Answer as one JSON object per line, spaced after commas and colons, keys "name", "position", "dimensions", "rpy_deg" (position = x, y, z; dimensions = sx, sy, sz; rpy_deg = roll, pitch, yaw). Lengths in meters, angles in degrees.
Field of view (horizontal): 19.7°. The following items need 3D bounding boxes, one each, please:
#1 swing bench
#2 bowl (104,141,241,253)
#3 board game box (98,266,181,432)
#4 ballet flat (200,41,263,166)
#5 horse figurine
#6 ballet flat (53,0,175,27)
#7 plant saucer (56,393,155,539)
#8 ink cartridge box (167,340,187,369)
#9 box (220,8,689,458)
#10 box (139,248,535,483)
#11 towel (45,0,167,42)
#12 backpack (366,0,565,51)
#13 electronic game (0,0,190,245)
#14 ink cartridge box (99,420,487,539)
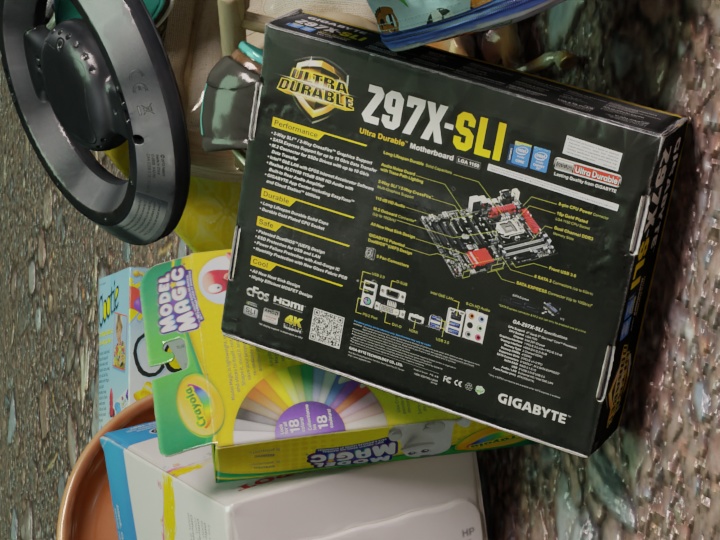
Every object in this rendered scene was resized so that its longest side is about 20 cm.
{"name": "swing bench", "position": [-0.037, -0.178, 1.230], "dimensions": [0.200, 0.129, 0.200], "rpy_deg": [128, 150, -60]}
{"name": "bowl", "position": [-0.086, -0.067, 1.394], "dimensions": [0.108, 0.200, 0.200], "rpy_deg": [-43, 27, 0]}
{"name": "board game box", "position": [-0.137, 0.103, 1.560], "dimensions": [0.105, 0.102, 0.202], "rpy_deg": [166, 105, -70]}
{"name": "ballet flat", "position": [0.008, -0.044, 1.049], "dimensions": [0.069, 0.199, 0.068], "rpy_deg": [-64, -4, 7]}
{"name": "horse figurine", "position": [0.073, -0.148, 1.079], "dimensions": [0.132, 0.050, 0.201], "rpy_deg": [29, 113, 60]}
{"name": "ballet flat", "position": [-0.124, -0.198, 1.223], "dimensions": [0.200, 0.069, 0.070], "rpy_deg": [131, 137, -55]}
{"name": "plant saucer", "position": [-0.091, 0.170, 1.283], "dimensions": [0.037, 0.199, 0.202], "rpy_deg": [135, 133, -66]}
{"name": "ink cartridge box", "position": [-0.070, 0.106, 1.402], "dimensions": [0.201, 0.037, 0.095], "rpy_deg": [63, 159, -4]}
{"name": "box", "position": [0.039, -0.019, 0.974], "dimensions": [0.049, 0.199, 0.161], "rpy_deg": [-32, -45, -62]}
{"name": "box", "position": [-0.010, 0.042, 1.066], "dimensions": [0.048, 0.198, 0.118], "rpy_deg": [98, 164, -57]}
{"name": "towel", "position": [-0.128, -0.205, 1.396], "dimensions": [0.034, 0.192, 0.201], "rpy_deg": [32, 93, 22]}
{"name": "backpack", "position": [0.042, -0.182, 0.923], "dimensions": [0.200, 0.190, 0.155], "rpy_deg": [-19, 93, 51]}
{"name": "electronic game", "position": [-0.159, -0.110, 1.227], "dimensions": [0.200, 0.041, 0.201], "rpy_deg": [39, 141, 41]}
{"name": "ink cartridge box", "position": [-0.035, 0.159, 1.152], "dimensions": [0.200, 0.146, 0.146], "rpy_deg": [15, 116, 65]}
